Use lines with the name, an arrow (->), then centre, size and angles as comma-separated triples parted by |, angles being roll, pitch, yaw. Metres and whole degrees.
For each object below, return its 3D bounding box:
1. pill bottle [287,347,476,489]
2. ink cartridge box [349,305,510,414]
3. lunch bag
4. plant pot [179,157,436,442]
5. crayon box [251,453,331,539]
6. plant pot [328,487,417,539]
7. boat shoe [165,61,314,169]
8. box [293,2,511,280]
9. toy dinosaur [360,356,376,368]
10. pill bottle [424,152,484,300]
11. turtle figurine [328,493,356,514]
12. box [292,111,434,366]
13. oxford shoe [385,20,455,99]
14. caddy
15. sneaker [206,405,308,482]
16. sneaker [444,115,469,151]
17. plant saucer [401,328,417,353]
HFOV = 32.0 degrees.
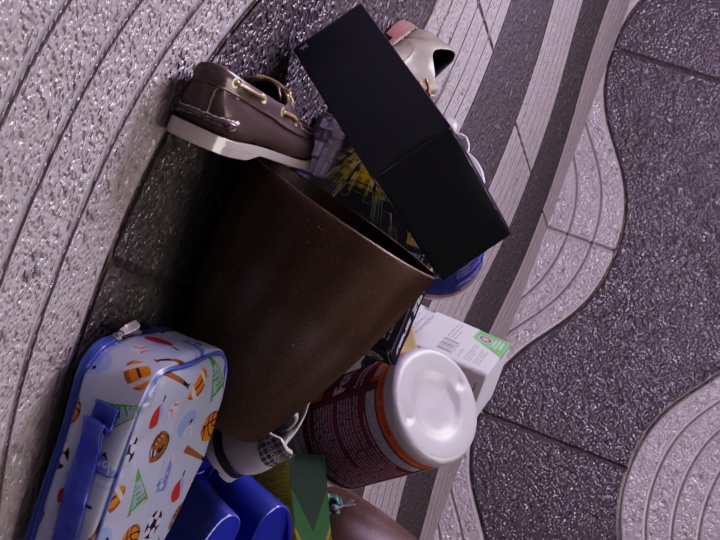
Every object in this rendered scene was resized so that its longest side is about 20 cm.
pill bottle -> 0.010, 0.154, 1.248 | 0.199, 0.114, 0.115 | -24, -154, 46
ink cartridge box -> 0.072, 0.105, 1.572 | 0.146, 0.199, 0.085 | -32, 143, -67
lunch bag -> -0.176, 0.136, 0.933 | 0.160, 0.075, 0.202 | -13, 123, -71
plant pot -> -0.069, 0.034, 1.041 | 0.201, 0.186, 0.187 | -55, 167, 5
crayon box -> -0.083, 0.288, 1.223 | 0.051, 0.126, 0.202 | 8, 71, -41
plant pot -> 0.005, 0.401, 1.698 | 0.187, 0.198, 0.189 | 19, 90, -76
boat shoe -> -0.080, -0.119, 0.961 | 0.200, 0.071, 0.060 | -3, 115, -69
box -> 0.034, -0.111, 1.059 | 0.079, 0.201, 0.141 | -35, 135, 6
toy dinosaur -> 0.025, 0.071, 1.463 | 0.105, 0.199, 0.182 | -43, -160, 53
pill bottle -> 0.090, -0.055, 1.430 | 0.200, 0.115, 0.116 | 86, 28, -66
turtle figurine -> -0.082, 0.342, 1.515 | 0.199, 0.100, 0.151 | -6, 102, -58
box -> -0.003, -0.032, 1.177 | 0.049, 0.160, 0.201 | 67, 46, -69
oxford shoe -> 0.039, -0.194, 1.294 | 0.071, 0.073, 0.201 | 95, 20, -45
caddy -> -0.151, 0.268, 1.152 | 0.141, 0.105, 0.202 | 3, 108, -50
sneaker -> -0.079, 0.106, 1.157 | 0.076, 0.080, 0.201 | 49, 34, -32
sneaker -> 0.079, -0.121, 1.482 | 0.200, 0.099, 0.076 | 78, 18, -66
plant saucer -> 0.000, 0.000, 1.322 | 0.200, 0.048, 0.202 | 17, 59, -75
